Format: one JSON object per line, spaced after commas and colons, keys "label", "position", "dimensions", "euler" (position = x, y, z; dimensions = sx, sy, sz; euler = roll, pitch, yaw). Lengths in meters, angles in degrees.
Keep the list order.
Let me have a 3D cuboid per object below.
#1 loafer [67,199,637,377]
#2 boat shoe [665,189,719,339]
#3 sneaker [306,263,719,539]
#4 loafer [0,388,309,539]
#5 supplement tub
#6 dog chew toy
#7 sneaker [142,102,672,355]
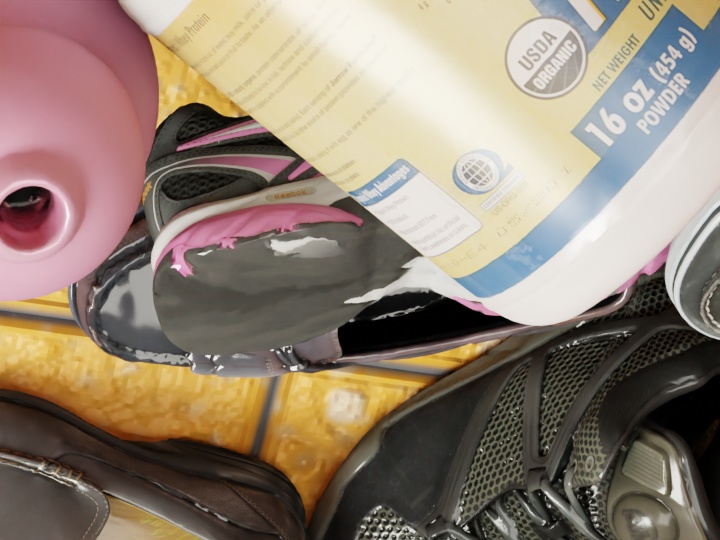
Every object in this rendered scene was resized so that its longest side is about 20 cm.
{"label": "loafer", "position": [0.000, 0.000, 0.990], "dimensions": [0.199, 0.063, 0.072], "euler": [-8, 118, -12]}
{"label": "boat shoe", "position": [0.173, -0.015, 0.897], "dimensions": [0.072, 0.071, 0.200], "euler": [34, 136, -28]}
{"label": "sneaker", "position": [0.061, 0.083, 1.019], "dimensions": [0.199, 0.114, 0.076], "euler": [-37, 118, 8]}
{"label": "loafer", "position": [-0.107, 0.090, 0.995], "dimensions": [0.199, 0.072, 0.073], "euler": [8, 112, -18]}
{"label": "supplement tub", "position": [0.019, -0.096, 0.819], "dimensions": [0.200, 0.145, 0.145], "euler": [38, 100, -9]}
{"label": "dog chew toy", "position": [-0.115, -0.055, 0.854], "dimensions": [0.124, 0.200, 0.125], "euler": [-7, 117, -15]}
{"label": "sneaker", "position": [0.020, -0.038, 0.945], "dimensions": [0.199, 0.087, 0.081], "euler": [-6, 142, -20]}
